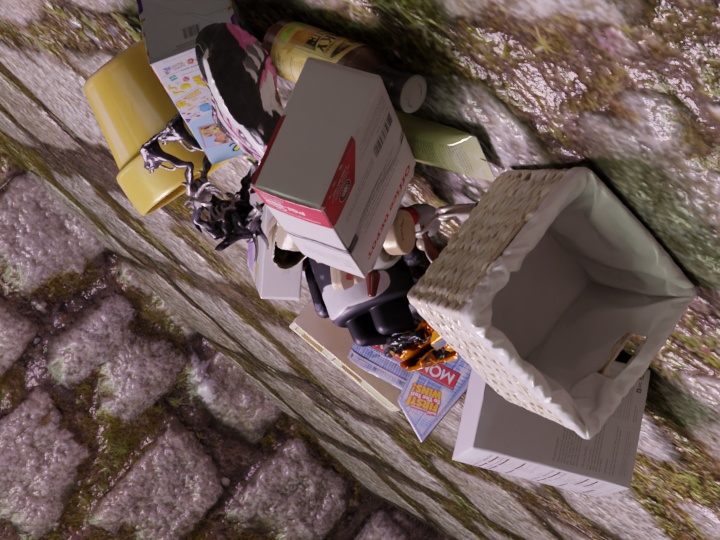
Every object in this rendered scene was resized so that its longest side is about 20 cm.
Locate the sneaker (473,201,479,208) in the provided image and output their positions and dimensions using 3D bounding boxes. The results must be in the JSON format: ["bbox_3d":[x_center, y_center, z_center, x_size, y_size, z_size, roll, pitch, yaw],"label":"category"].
[{"bbox_3d":[0.167,0.000,1.405,0.071,0.098,0.200,28,161,40],"label":"sneaker"}]

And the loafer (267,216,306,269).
[{"bbox_3d":[-0.067,-0.058,1.525,0.076,0.068,0.200,4,157,-15],"label":"loafer"}]

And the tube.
[{"bbox_3d":[0.056,-0.145,1.338,0.200,0.052,0.058,21,-160,36],"label":"tube"}]

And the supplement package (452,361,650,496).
[{"bbox_3d":[0.239,0.186,1.560,0.200,0.152,0.151,14,165,-2],"label":"supplement package"}]

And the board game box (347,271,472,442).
[{"bbox_3d":[0.086,0.122,1.698,0.200,0.200,0.062,26,-174,10],"label":"board game box"}]

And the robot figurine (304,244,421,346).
[{"bbox_3d":[0.002,-0.001,1.641,0.125,0.150,0.200,88,162,-74],"label":"robot figurine"}]

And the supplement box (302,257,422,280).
[{"bbox_3d":[0.011,0.015,1.784,0.200,0.110,0.086,44,167,-19],"label":"supplement box"}]

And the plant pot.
[{"bbox_3d":[-0.266,-0.206,1.657,0.189,0.201,0.201,56,163,-4],"label":"plant pot"}]

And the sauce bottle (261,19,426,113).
[{"bbox_3d":[-0.017,-0.209,1.274,0.200,0.065,0.065,25,161,36],"label":"sauce bottle"}]

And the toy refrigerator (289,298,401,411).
[{"bbox_3d":[-0.008,0.121,1.792,0.200,0.070,0.076,40,169,-2],"label":"toy refrigerator"}]

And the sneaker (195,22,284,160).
[{"bbox_3d":[-0.134,-0.180,1.327,0.086,0.080,0.200,17,147,37],"label":"sneaker"}]

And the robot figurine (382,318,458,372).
[{"bbox_3d":[0.120,0.074,1.563,0.200,0.145,0.058,-37,70,44],"label":"robot figurine"}]

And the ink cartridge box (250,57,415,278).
[{"bbox_3d":[-0.022,-0.098,1.233,0.083,0.147,0.200,19,166,18],"label":"ink cartridge box"}]

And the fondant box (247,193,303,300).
[{"bbox_3d":[-0.119,-0.052,1.721,0.058,0.145,0.200,2,-167,-10],"label":"fondant box"}]

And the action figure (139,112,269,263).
[{"bbox_3d":[-0.176,-0.103,1.516,0.200,0.119,0.102,45,139,-6],"label":"action figure"}]

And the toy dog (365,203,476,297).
[{"bbox_3d":[0.042,-0.025,1.404,0.200,0.096,0.132,-7,-172,-42],"label":"toy dog"}]

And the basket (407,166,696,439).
[{"bbox_3d":[0.186,0.025,1.239,0.200,0.198,0.161,44,166,-24],"label":"basket"}]

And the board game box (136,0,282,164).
[{"bbox_3d":[-0.165,-0.230,1.407,0.200,0.105,0.103,64,-172,-59],"label":"board game box"}]

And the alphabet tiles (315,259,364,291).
[{"bbox_3d":[-0.021,-0.080,1.433,0.015,0.200,0.196,-4,-173,18],"label":"alphabet tiles"}]
